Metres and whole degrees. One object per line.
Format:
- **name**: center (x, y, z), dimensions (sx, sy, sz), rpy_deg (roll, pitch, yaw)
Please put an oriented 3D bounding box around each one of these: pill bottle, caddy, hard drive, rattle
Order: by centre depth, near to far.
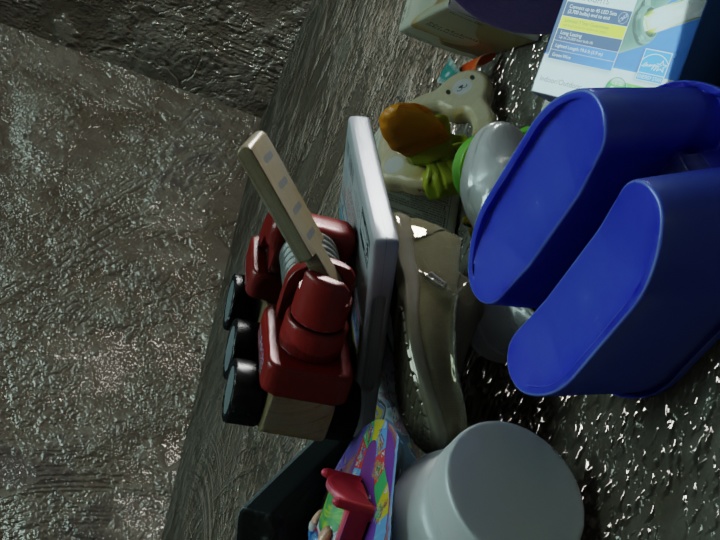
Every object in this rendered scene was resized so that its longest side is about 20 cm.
- **caddy**: center (0.148, -0.014, 0.575), dimensions (0.201, 0.104, 0.142), rpy_deg (-61, 39, 45)
- **pill bottle**: center (0.055, 0.188, 0.667), dimensions (0.200, 0.115, 0.117), rpy_deg (123, 160, -45)
- **hard drive**: center (-0.044, 0.211, 0.799), dimensions (0.200, 0.033, 0.141), rpy_deg (-32, -50, -68)
- **rattle**: center (0.073, -0.182, 1.007), dimensions (0.129, 0.143, 0.201), rpy_deg (1, 58, 46)

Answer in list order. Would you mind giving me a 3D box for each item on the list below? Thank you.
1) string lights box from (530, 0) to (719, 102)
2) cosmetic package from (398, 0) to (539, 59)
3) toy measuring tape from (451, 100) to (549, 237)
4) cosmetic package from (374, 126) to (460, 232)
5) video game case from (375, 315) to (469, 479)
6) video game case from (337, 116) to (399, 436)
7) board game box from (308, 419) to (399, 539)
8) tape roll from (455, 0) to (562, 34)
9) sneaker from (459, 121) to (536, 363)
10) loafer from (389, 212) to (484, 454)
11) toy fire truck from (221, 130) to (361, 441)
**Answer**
- **string lights box**: center (0.192, -0.190, 0.632), dimensions (0.102, 0.059, 0.202), rpy_deg (24, 98, 43)
- **cosmetic package**: center (0.117, -0.277, 1.063), dimensions (0.200, 0.104, 0.072), rpy_deg (-148, 75, -78)
- **toy measuring tape**: center (0.127, -0.123, 0.885), dimensions (0.074, 0.073, 0.202), rpy_deg (-146, 74, -77)
- **cosmetic package**: center (0.041, -0.041, 1.061), dimensions (0.073, 0.103, 0.202), rpy_deg (130, 156, -60)
- **video game case**: center (0.028, 0.153, 0.864), dimensions (0.201, 0.025, 0.182), rpy_deg (-58, 44, 45)
- **video game case**: center (0.000, 0.000, 0.831), dimensions (0.201, 0.022, 0.184), rpy_deg (-101, 15, -56)
- **board game box**: center (-0.027, 0.189, 0.657), dimensions (0.158, 0.039, 0.202), rpy_deg (124, 158, -50)
- **tape roll**: center (0.139, -0.273, 0.728), dimensions (0.066, 0.198, 0.201), rpy_deg (-103, 32, -45)
- **sneaker**: center (0.127, -0.035, 0.784), dimensions (0.088, 0.074, 0.202), rpy_deg (137, 138, -58)
- **loafer**: center (0.057, 0.037, 0.733), dimensions (0.076, 0.067, 0.202), rpy_deg (97, 170, -52)
- **toy fire truck**: center (-0.049, -0.005, 0.738), dimensions (0.177, 0.127, 0.202), rpy_deg (-101, 26, -58)
